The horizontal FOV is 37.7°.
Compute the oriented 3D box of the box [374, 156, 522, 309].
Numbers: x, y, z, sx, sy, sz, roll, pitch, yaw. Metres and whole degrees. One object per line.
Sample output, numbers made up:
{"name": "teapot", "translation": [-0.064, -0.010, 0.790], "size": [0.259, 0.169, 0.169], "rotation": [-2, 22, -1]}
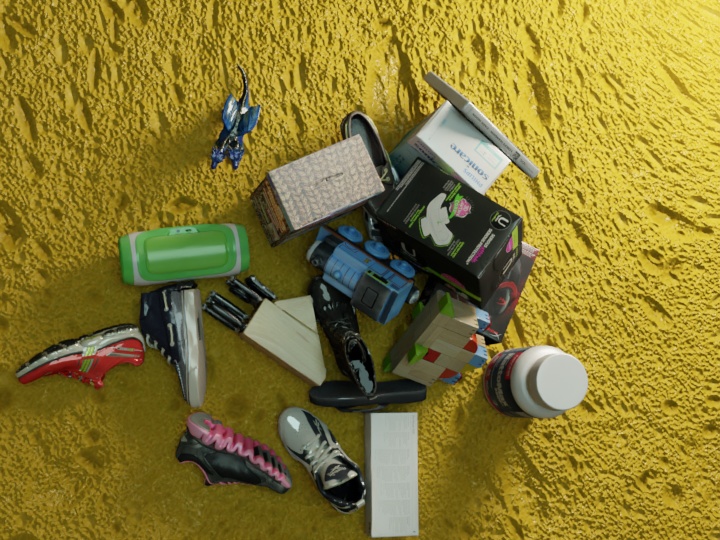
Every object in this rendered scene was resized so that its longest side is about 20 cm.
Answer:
{"name": "box", "translation": [0.143, -0.058, 1.679], "size": [0.200, 0.149, 0.124], "rotation": [33, 77, 20]}

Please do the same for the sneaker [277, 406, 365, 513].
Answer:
{"name": "sneaker", "translation": [-0.054, 0.303, 1.679], "size": [0.079, 0.130, 0.200], "rotation": [-29, 91, -17]}

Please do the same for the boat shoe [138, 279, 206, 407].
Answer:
{"name": "boat shoe", "translation": [-0.298, 0.119, 1.677], "size": [0.092, 0.075, 0.201], "rotation": [-4, 86, 3]}

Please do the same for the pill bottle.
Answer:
{"name": "pill bottle", "translation": [0.291, 0.184, 1.747], "size": [0.119, 0.200, 0.120], "rotation": [2, 82, -15]}

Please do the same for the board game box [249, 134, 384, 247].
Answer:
{"name": "board game box", "translation": [-0.075, -0.123, 1.688], "size": [0.159, 0.200, 0.097], "rotation": [-25, 90, -17]}

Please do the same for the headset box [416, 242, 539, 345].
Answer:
{"name": "headset box", "translation": [0.203, 0.007, 1.810], "size": [0.148, 0.075, 0.201], "rotation": [27, 78, -9]}

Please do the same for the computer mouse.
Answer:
{"name": "computer mouse", "translation": [0.044, -0.088, 1.796], "size": [0.109, 0.044, 0.201], "rotation": [-8, 89, -4]}

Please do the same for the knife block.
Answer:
{"name": "knife block", "translation": [-0.159, 0.103, 1.710], "size": [0.175, 0.064, 0.201], "rotation": [-10, 87, -15]}

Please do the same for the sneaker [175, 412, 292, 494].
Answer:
{"name": "sneaker", "translation": [-0.205, 0.310, 1.679], "size": [0.200, 0.079, 0.096], "rotation": [32, 99, -8]}

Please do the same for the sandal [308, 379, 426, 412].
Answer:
{"name": "sandal", "translation": [0.014, 0.213, 1.740], "size": [0.199, 0.076, 0.043], "rotation": [1, 106, -14]}

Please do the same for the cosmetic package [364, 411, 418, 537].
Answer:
{"name": "cosmetic package", "translation": [0.051, 0.335, 1.744], "size": [0.082, 0.051, 0.201], "rotation": [2, 83, -12]}

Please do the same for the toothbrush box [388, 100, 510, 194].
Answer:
{"name": "toothbrush box", "translation": [0.137, -0.179, 1.750], "size": [0.146, 0.200, 0.085], "rotation": [42, 75, -5]}

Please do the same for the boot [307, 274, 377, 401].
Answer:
{"name": "boot", "translation": [-0.020, 0.101, 1.681], "size": [0.069, 0.174, 0.201], "rotation": [-24, 94, -6]}

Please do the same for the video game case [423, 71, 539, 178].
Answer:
{"name": "video game case", "translation": [0.199, -0.244, 1.756], "size": [0.182, 0.200, 0.023], "rotation": [39, 99, -27]}

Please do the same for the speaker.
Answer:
{"name": "speaker", "translation": [-0.281, -0.026, 1.683], "size": [0.199, 0.088, 0.089], "rotation": [-6, 85, -15]}

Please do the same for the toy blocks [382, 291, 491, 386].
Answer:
{"name": "toy blocks", "translation": [0.146, 0.124, 1.737], "size": [0.136, 0.200, 0.100], "rotation": [21, 36, -20]}

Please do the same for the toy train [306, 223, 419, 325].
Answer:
{"name": "toy train", "translation": [0.000, 0.000, 1.710], "size": [0.200, 0.114, 0.087], "rotation": [34, 119, 14]}

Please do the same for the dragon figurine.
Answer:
{"name": "dragon figurine", "translation": [-0.199, -0.248, 1.722], "size": [0.059, 0.099, 0.201], "rotation": [18, 79, -12]}

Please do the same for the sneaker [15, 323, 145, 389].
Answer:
{"name": "sneaker", "translation": [-0.429, 0.147, 1.632], "size": [0.199, 0.077, 0.085], "rotation": [-17, 98, -13]}

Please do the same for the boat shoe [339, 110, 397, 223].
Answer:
{"name": "boat shoe", "translation": [0.019, -0.167, 1.745], "size": [0.072, 0.060, 0.201], "rotation": [-19, 89, -5]}
